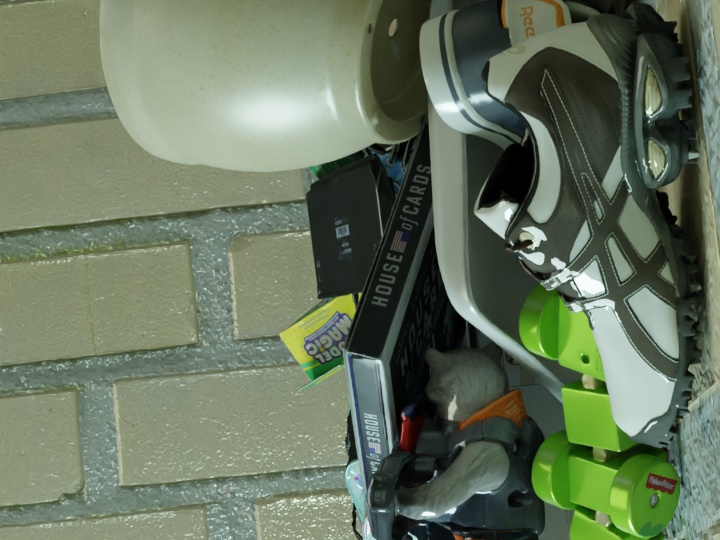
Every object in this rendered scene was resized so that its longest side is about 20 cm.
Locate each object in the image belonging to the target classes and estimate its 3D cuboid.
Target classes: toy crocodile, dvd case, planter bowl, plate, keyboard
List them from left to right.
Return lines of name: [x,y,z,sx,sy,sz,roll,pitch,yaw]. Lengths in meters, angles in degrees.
planter bowl: [-0.024,-0.140,1.045,0.200,0.135,0.201,-39,-42,-48]
keyboard: [0.000,0.000,1.196,0.200,0.021,0.127,168,95,-78]
dvd case: [0.028,0.038,1.080,0.200,0.025,0.151,84,-159,-56]
plate: [0.082,-0.032,1.038,0.200,0.032,0.200,38,-136,-53]
toy crocodile: [0.124,0.062,0.957,0.067,0.062,0.200,14,116,46]

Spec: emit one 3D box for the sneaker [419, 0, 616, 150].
sneaker: [0.102,-0.097,0.986,0.200,0.079,0.079,-5,-99,-68]

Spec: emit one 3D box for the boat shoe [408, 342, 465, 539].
boat shoe: [0.038,0.125,1.194,0.084,0.068,0.200,83,-178,-46]

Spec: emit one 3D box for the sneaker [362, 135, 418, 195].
sneaker: [0.034,-0.061,1.219,0.090,0.078,0.200,45,-179,-21]

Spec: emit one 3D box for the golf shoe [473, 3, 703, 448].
golf shoe: [0.097,-0.014,0.847,0.078,0.094,0.200,-99,1,-68]

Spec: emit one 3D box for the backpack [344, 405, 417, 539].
backpack: [0.080,0.205,1.602,0.153,0.175,0.200,-90,-8,-46]

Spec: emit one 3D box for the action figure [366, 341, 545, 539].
action figure: [0.074,0.129,1.037,0.200,0.104,0.194,-41,-60,-73]

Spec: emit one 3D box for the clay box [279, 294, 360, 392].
clay box: [0.025,0.011,1.374,0.048,0.115,0.200,56,-148,-2]

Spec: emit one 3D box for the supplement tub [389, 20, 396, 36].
supplement tub: [0.065,-0.178,1.187,0.123,0.122,0.200,84,180,-52]

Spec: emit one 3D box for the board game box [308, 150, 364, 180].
board game box: [-0.024,-0.119,1.300,0.200,0.029,0.135,46,-152,-50]

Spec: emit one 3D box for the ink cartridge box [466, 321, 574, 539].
ink cartridge box: [0.114,0.109,1.210,0.176,0.084,0.200,73,-169,-85]

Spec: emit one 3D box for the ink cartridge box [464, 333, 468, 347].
ink cartridge box: [0.103,0.108,1.369,0.163,0.057,0.200,-40,-71,-50]
